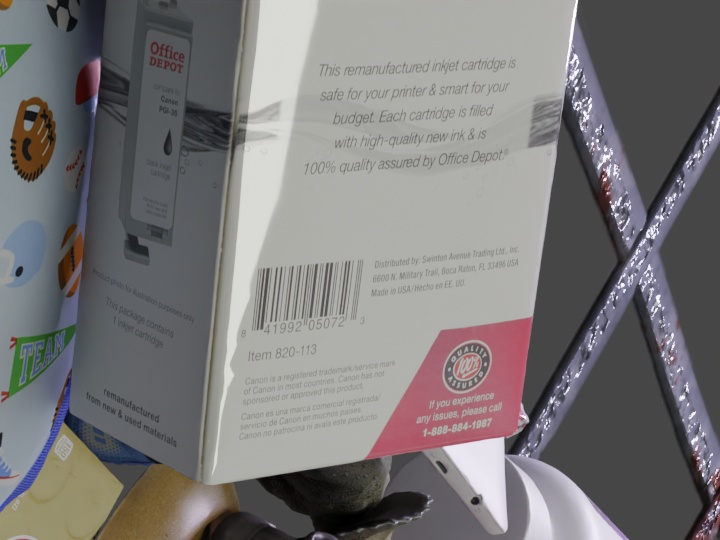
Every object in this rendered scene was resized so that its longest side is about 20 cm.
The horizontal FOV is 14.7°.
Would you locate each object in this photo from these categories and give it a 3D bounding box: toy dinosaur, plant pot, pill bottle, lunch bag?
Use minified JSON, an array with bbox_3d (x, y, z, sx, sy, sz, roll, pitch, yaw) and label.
[{"bbox_3d":[-0.022,0.068,1.192,0.077,0.102,0.200,-55,152,-28],"label":"toy dinosaur"},{"bbox_3d":[-0.094,0.165,1.139,0.200,0.027,0.201,22,90,-77],"label":"plant pot"},{"bbox_3d":[0.081,0.159,1.402,0.112,0.111,0.200,-65,148,-14],"label":"pill bottle"},{"bbox_3d":[-0.165,-0.012,0.907,0.170,0.123,0.201,15,85,-61],"label":"lunch bag"}]

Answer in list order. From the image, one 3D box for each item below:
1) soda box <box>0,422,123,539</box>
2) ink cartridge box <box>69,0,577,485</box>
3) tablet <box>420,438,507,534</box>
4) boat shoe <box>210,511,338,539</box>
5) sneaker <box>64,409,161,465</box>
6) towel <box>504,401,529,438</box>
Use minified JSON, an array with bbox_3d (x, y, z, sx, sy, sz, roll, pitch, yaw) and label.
[{"bbox_3d":[-0.170,0.142,1.030,0.201,0.064,0.068,-62,148,-19],"label":"soda box"},{"bbox_3d":[-0.010,-0.042,0.932,0.146,0.083,0.201,-5,109,-40],"label":"ink cartridge box"},{"bbox_3d":[0.027,0.009,1.181,0.130,0.014,0.200,52,22,-26],"label":"tablet"},{"bbox_3d":[-0.040,0.156,1.197,0.067,0.057,0.200,-55,168,-27],"label":"boat shoe"},{"bbox_3d":[-0.074,-0.019,1.082,0.078,0.089,0.201,-4,106,-58],"label":"sneaker"},{"bbox_3d":[0.000,0.000,1.190,0.200,0.030,0.147,15,50,-64],"label":"towel"}]
